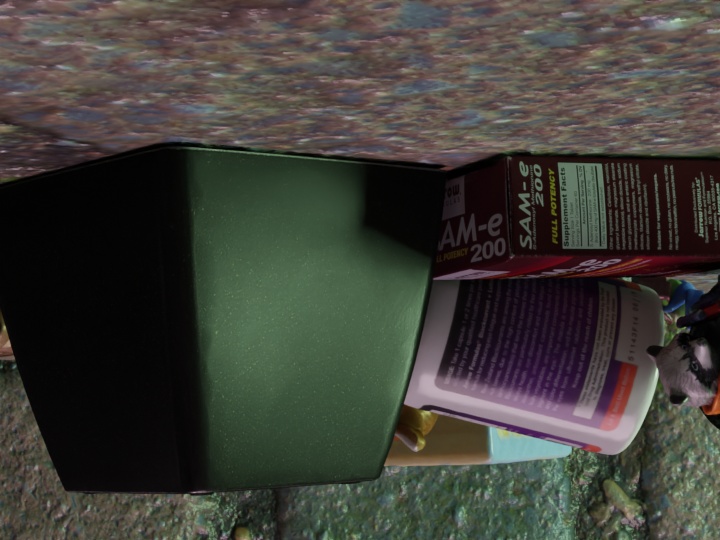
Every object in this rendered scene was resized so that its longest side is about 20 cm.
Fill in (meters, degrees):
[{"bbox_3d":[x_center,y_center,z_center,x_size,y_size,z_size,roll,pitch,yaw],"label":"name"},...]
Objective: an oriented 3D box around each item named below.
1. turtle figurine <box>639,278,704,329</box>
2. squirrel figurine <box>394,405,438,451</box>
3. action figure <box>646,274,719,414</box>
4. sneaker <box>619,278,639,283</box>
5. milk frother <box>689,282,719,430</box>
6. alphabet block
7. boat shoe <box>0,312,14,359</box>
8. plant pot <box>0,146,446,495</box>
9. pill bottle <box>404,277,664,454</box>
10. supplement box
[{"bbox_3d":[0.164,0.063,1.361,0.193,0.144,0.200,-10,-174,-20],"label":"turtle figurine"},{"bbox_3d":[-0.019,0.049,1.187,0.186,0.142,0.200,28,143,-3],"label":"squirrel figurine"},{"bbox_3d":[0.262,0.039,0.972,0.193,0.105,0.200,-14,174,3],"label":"action figure"},{"bbox_3d":[0.157,-0.010,1.188,0.075,0.114,0.200,14,143,12],"label":"sneaker"},{"bbox_3d":[0.363,0.034,1.173,0.188,0.181,0.200,5,178,-35],"label":"milk frother"},{"bbox_3d":[0.091,0.107,1.807,0.199,0.197,0.195,-5,173,32],"label":"alphabet block"},{"bbox_3d":[-0.453,0.073,1.899,0.199,0.076,0.072,-15,167,24],"label":"boat shoe"},{"bbox_3d":[-0.084,0.036,0.971,0.199,0.178,0.200,2,174,-42],"label":"plant pot"},{"bbox_3d":[0.081,0.041,1.079,0.199,0.112,0.111,14,173,-6],"label":"pill bottle"},{"bbox_3d":[0.150,-0.029,1.008,0.199,0.061,0.109,0,173,-23],"label":"supplement box"}]
